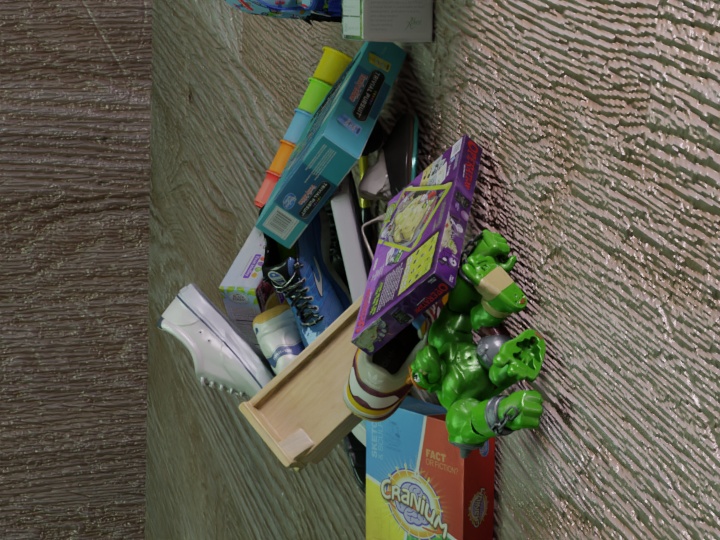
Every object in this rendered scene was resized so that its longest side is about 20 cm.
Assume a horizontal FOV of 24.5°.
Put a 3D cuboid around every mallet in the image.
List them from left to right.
[{"bbox_3d":[0.007,-0.079,1.889,0.066,0.041,0.203,-147,52,-76],"label":"mallet"}]

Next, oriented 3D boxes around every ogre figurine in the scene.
[{"bbox_3d":[0.105,0.076,1.440,0.120,0.097,0.201,-54,52,39],"label":"ogre figurine"}]

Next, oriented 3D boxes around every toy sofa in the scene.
[{"bbox_3d":[-0.019,0.106,1.671,0.083,0.200,0.098,48,-173,14],"label":"toy sofa"}]

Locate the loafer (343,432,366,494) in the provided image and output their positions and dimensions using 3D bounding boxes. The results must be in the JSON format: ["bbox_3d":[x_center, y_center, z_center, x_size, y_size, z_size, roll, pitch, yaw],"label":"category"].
[{"bbox_3d":[0.013,0.173,1.841,0.073,0.072,0.202,90,178,-47],"label":"loafer"}]

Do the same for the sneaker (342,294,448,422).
[{"bbox_3d":[0.050,0.046,1.558,0.090,0.074,0.201,114,-178,-56],"label":"sneaker"}]

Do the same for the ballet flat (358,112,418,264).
[{"bbox_3d":[0.033,-0.064,1.712,0.068,0.067,0.203,98,169,-80],"label":"ballet flat"}]

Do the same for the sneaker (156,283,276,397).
[{"bbox_3d":[-0.149,0.108,1.878,0.200,0.071,0.073,46,-178,9],"label":"sneaker"}]

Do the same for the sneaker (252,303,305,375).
[{"bbox_3d":[-0.061,0.115,1.882,0.200,0.075,0.089,40,-155,-57],"label":"sneaker"}]

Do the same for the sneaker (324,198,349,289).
[{"bbox_3d":[-0.045,-0.029,1.900,0.200,0.075,0.116,-75,-27,-67],"label":"sneaker"}]

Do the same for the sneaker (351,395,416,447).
[{"bbox_3d":[0.043,0.156,1.729,0.200,0.073,0.083,51,134,52],"label":"sneaker"}]

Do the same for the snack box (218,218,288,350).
[{"bbox_3d":[-0.094,0.009,1.979,0.201,0.052,0.143,-63,-30,-44],"label":"snack box"}]

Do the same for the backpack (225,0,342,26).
[{"bbox_3d":[-0.064,-0.359,1.797,0.135,0.197,0.185,-139,49,-69],"label":"backpack"}]

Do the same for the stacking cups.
[{"bbox_3d":[-0.058,-0.155,1.911,0.202,0.060,0.060,-66,15,-4],"label":"stacking cups"}]

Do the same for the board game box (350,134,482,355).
[{"bbox_3d":[0.053,-0.025,1.502,0.120,0.032,0.201,-36,25,36],"label":"board game box"}]

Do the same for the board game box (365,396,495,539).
[{"bbox_3d":[0.065,0.231,1.594,0.152,0.040,0.203,10,103,52],"label":"board game box"}]

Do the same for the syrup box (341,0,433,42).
[{"bbox_3d":[0.027,-0.336,1.686,0.079,0.080,0.203,-154,63,-71],"label":"syrup box"}]

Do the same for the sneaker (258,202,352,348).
[{"bbox_3d":[-0.067,0.016,1.774,0.078,0.089,0.202,-23,82,37],"label":"sneaker"}]

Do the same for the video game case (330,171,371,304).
[{"bbox_3d":[0.000,0.000,1.775,0.182,0.023,0.203,-91,-11,-77],"label":"video game case"}]

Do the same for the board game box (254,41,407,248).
[{"bbox_3d":[-0.029,-0.139,1.740,0.151,0.047,0.201,-50,11,41],"label":"board game box"}]
